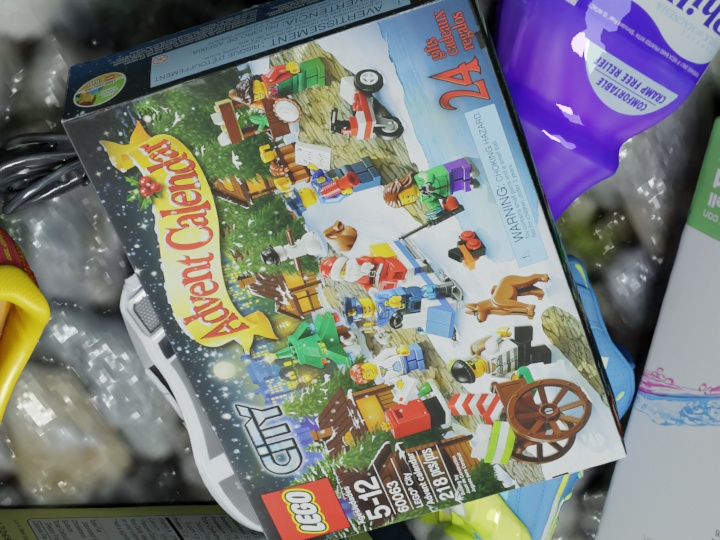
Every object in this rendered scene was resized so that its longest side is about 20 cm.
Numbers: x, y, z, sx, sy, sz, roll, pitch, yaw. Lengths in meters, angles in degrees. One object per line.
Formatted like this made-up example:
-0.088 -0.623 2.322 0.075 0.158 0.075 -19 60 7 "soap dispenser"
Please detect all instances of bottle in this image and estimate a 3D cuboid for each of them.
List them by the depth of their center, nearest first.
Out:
0.094 -0.096 0.785 0.083 0.065 0.200 27 100 -33 "bottle"

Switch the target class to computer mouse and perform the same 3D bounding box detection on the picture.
-0.055 0.015 0.780 0.109 0.044 0.200 -27 123 -7 "computer mouse"

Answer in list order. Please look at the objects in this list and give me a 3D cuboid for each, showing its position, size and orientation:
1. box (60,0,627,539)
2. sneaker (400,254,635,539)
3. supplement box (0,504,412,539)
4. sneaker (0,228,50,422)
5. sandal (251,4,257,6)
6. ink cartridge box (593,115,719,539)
0.000 0.000 0.720 0.136 0.038 0.200 -17 124 8 "box"
0.071 0.083 0.852 0.105 0.076 0.201 -16 118 -18 "sneaker"
-0.071 0.207 0.809 0.199 0.134 0.201 2 112 -25 "supplement box"
-0.173 0.075 0.736 0.073 0.077 0.201 16 107 -31 "sneaker"
0.025 -0.134 0.725 0.079 0.087 0.201 8 108 -25 "sandal"
0.190 0.043 0.861 0.144 0.084 0.201 -5 116 -44 "ink cartridge box"
